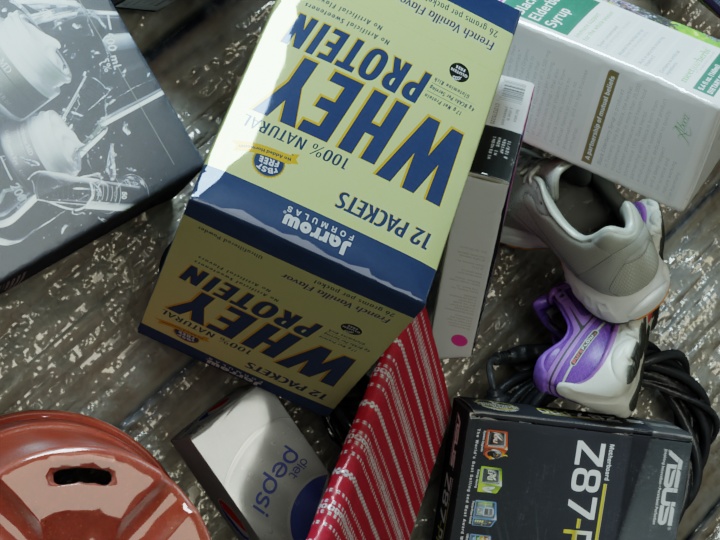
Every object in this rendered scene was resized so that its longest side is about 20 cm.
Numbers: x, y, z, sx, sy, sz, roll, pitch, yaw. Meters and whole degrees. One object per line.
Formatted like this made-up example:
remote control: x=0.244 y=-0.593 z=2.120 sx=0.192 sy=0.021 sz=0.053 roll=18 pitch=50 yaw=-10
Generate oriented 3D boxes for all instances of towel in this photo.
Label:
towel: x=0.009 y=0.128 z=0.787 sx=0.022 sy=0.145 sz=0.202 roll=10 pitch=57 yaw=19

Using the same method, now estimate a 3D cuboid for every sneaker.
sneaker: x=0.166 y=0.015 z=0.923 sx=0.082 sy=0.082 sz=0.201 roll=9 pitch=38 yaw=18
sneaker: x=0.129 y=-0.054 z=0.888 sx=0.075 sy=0.200 sz=0.093 roll=-37 pitch=137 yaw=-15

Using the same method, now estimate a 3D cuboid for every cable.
cable: x=0.175 y=0.132 z=0.947 sx=0.197 sy=0.051 sz=0.166 roll=1 pitch=82 yaw=-20

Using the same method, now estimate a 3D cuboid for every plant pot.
plant pot: x=-0.171 y=0.176 z=0.740 sx=0.198 sy=0.195 sz=0.204 roll=3 pitch=81 yaw=-18

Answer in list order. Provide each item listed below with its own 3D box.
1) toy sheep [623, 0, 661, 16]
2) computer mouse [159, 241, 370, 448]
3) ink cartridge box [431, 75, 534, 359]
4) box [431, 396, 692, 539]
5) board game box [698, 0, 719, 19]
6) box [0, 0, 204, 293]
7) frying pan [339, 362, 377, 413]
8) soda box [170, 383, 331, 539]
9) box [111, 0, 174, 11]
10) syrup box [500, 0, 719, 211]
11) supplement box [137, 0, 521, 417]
toy sheep: x=0.156 y=-0.175 z=0.946 sx=0.136 sy=0.138 sz=0.202 roll=-7 pitch=66 yaw=-20
computer mouse: x=-0.054 y=0.049 z=0.858 sx=0.199 sy=0.034 sz=0.059 roll=41 pitch=79 yaw=8
ink cartridge box: x=0.072 y=-0.018 z=0.846 sx=0.037 sy=0.201 sz=0.095 roll=15 pitch=47 yaw=4
box: x=0.126 y=0.194 z=0.887 sx=0.159 sy=0.049 sz=0.203 roll=8 pitch=96 yaw=-13
board game box: x=0.197 y=-0.260 z=0.919 sx=0.199 sy=0.166 sz=0.057 roll=40 pitch=106 yaw=-10
box: x=-0.228 y=-0.098 z=0.810 sx=0.181 sy=0.104 sz=0.202 roll=-32 pitch=93 yaw=-22
frying pan: x=-0.016 y=0.003 z=0.908 sx=0.113 sy=0.031 sz=0.193 roll=-5 pitch=79 yaw=-18
soda box: x=-0.037 y=0.171 z=0.856 sx=0.063 sy=0.068 sz=0.201 roll=-36 pitch=94 yaw=-21
box: x=-0.106 y=-0.293 z=0.835 sx=0.049 sy=0.197 sz=0.203 roll=-8 pitch=82 yaw=-52
syrup box: x=0.138 y=-0.125 z=0.840 sx=0.198 sy=0.082 sz=0.079 roll=28 pitch=41 yaw=18
supplement box: x=-0.023 y=-0.054 z=0.784 sx=0.133 sy=0.200 sz=0.202 roll=24 pitch=62 yaw=-7
